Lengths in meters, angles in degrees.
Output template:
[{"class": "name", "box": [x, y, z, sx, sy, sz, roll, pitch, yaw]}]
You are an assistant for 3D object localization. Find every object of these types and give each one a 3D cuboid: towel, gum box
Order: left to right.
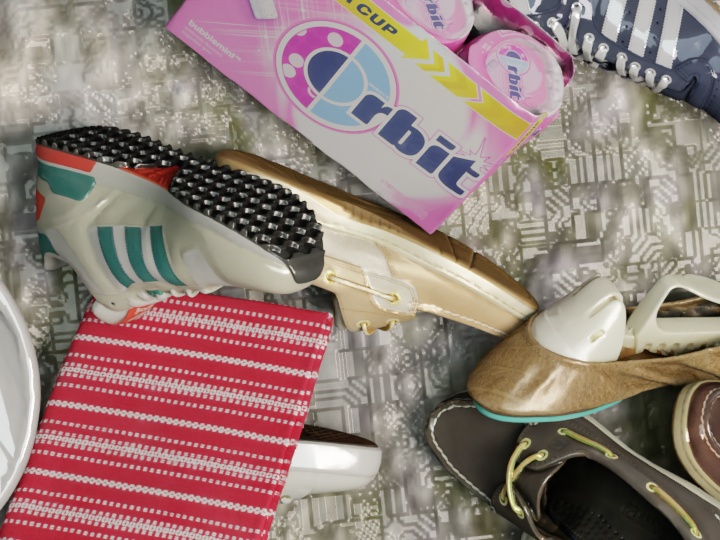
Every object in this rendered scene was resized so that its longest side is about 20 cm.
[{"class": "towel", "box": [-0.105, 0.098, 1.338, 0.144, 0.023, 0.201, 8, 56, 14]}, {"class": "gum box", "box": [0.008, -0.121, 1.366, 0.200, 0.114, 0.066, 38, 45, -6]}]

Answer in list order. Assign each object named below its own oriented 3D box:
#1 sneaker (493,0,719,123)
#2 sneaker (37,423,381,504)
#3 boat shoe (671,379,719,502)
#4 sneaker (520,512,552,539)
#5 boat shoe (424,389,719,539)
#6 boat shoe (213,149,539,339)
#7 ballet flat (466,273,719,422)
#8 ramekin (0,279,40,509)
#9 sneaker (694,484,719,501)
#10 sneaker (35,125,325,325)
[{"class": "sneaker", "box": [0.140, -0.128, 1.408, 0.108, 0.070, 0.200, -40, 88, -9]}, {"class": "sneaker", "box": [-0.086, 0.127, 1.391, 0.199, 0.073, 0.085, -1, 93, 5]}, {"class": "boat shoe", "box": [0.260, 0.109, 1.389, 0.199, 0.072, 0.072, 30, 60, -27]}, {"class": "sneaker", "box": [0.120, 0.228, 1.406, 0.075, 0.081, 0.201, 2, 89, -5]}, {"class": "boat shoe", "box": [0.114, 0.117, 1.369, 0.200, 0.060, 0.072, 25, 100, 28]}, {"class": "boat shoe", "box": [0.000, 0.000, 1.400, 0.199, 0.074, 0.069, 24, 100, -5]}, {"class": "ballet flat", "box": [0.153, 0.035, 1.389, 0.199, 0.068, 0.073, -4, 127, -21]}, {"class": "ramekin", "box": [-0.270, 0.066, 1.350, 0.201, 0.094, 0.204, 0, 90, -3]}, {"class": "sneaker", "box": [0.188, 0.211, 1.405, 0.090, 0.066, 0.201, 10, 85, -44]}, {"class": "sneaker", "box": [-0.100, -0.009, 1.348, 0.199, 0.070, 0.094, 23, 114, 33]}]
